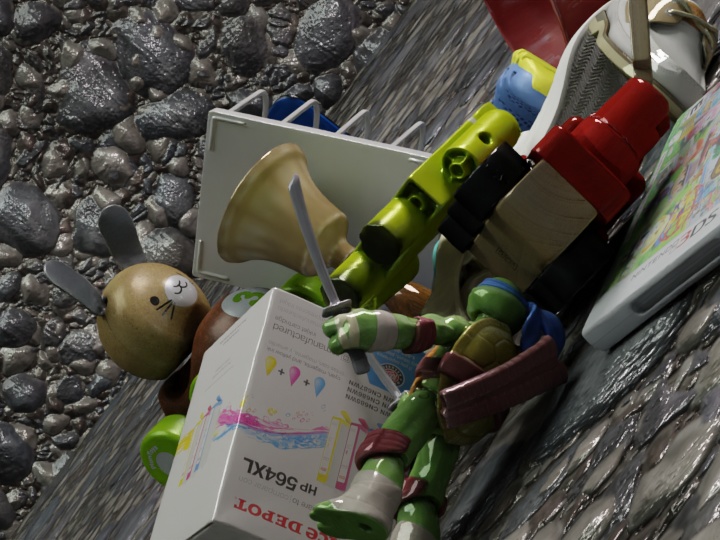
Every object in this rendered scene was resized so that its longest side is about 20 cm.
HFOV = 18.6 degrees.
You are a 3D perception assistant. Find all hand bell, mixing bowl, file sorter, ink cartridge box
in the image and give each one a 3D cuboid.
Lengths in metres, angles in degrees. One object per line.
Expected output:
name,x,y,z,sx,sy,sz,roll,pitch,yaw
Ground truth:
hand bell,0.000,0.000,1.637,0.104,0.199,0.104,-46,-23,-26
mixing bowl,0.170,-0.257,1.826,0.108,0.201,0.200,-27,5,-9
file sorter,-0.016,-0.057,1.773,0.125,0.199,0.140,-43,-37,-64
ink cartridge box,-0.049,0.141,1.446,0.125,0.128,0.201,-42,29,54

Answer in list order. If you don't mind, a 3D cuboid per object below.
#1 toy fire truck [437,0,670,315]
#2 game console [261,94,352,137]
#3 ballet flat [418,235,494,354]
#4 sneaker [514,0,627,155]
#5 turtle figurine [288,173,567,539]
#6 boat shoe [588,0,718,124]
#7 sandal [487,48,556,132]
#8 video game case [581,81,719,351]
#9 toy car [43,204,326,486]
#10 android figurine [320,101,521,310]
toy fire truck,0.143,-0.085,1.378,0.200,0.129,0.176,-45,-5,-8
game console,-0.027,-0.062,1.992,0.119,0.200,0.171,-52,8,2
ballet flat,0.083,0.020,1.564,0.070,0.069,0.200,-49,12,29
sneaker,0.151,-0.114,1.647,0.201,0.074,0.115,-59,12,-22
turtle figurine,0.012,0.083,1.335,0.144,0.199,0.195,110,-178,-62
boat shoe,0.207,-0.159,1.508,0.068,0.075,0.200,-43,20,11
sandal,0.133,-0.120,1.773,0.087,0.079,0.200,-56,-3,-6
video game case,0.214,-0.064,1.276,0.182,0.022,0.200,-44,13,50
toy car,-0.143,0.035,1.695,0.158,0.200,0.164,-48,0,40
android figurine,0.049,-0.044,1.523,0.200,0.041,0.182,-42,-8,-48
